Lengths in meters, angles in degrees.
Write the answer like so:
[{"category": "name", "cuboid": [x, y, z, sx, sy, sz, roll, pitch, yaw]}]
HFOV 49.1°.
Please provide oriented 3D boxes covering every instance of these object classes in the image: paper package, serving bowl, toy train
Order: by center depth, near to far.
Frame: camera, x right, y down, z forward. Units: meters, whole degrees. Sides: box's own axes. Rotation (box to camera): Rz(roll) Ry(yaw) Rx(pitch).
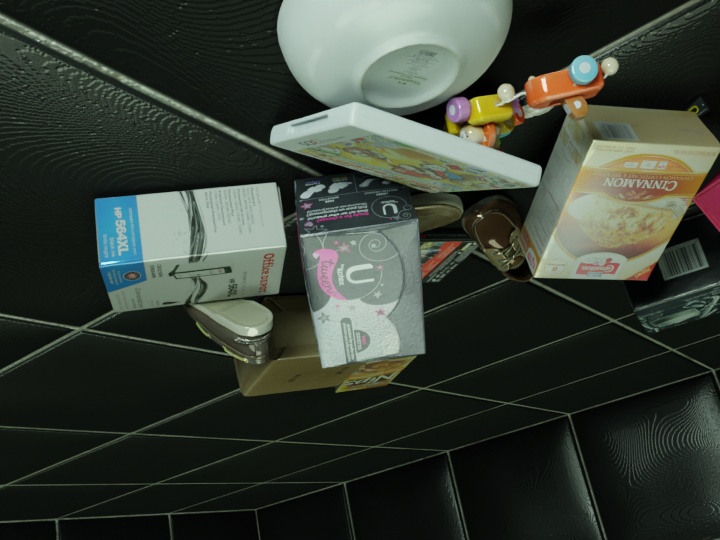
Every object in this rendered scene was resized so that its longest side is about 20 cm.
[{"category": "serving bowl", "cuboid": [0.034, -0.186, 0.653, 0.199, 0.066, 0.200, -11, 157, -5]}, {"category": "toy train", "cuboid": [0.154, -0.141, 0.745, 0.150, 0.056, 0.200, -13, 179, 0]}, {"category": "paper package", "cuboid": [-0.090, 0.121, 1.282, 0.190, 0.104, 0.200, -3, 156, -25]}]

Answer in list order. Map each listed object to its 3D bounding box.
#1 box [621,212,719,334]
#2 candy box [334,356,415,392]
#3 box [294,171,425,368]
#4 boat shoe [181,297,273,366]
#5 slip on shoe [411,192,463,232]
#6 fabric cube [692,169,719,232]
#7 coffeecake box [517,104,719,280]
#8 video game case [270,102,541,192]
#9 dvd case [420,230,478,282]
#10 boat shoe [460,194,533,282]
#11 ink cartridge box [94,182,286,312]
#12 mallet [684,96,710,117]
[{"category": "box", "cuboid": [0.539, 0.004, 1.298, 0.200, 0.124, 0.197, -21, 158, 20]}, {"category": "candy box", "cuboid": [0.022, 0.180, 1.542, 0.115, 0.055, 0.200, -4, 156, -18]}, {"category": "box", "cuboid": [0.000, 0.000, 0.908, 0.132, 0.115, 0.200, -8, 128, -3]}, {"category": "boat shoe", "cuboid": [-0.175, 0.056, 0.989, 0.072, 0.200, 0.060, -20, 121, -35]}, {"category": "slip on shoe", "cuboid": [0.034, -0.048, 0.991, 0.199, 0.061, 0.076, -9, 158, -7]}, {"category": "fabric cube", "cuboid": [0.536, -0.091, 0.868, 0.199, 0.200, 0.196, -35, 175, -40]}, {"category": "coffeecake box", "cuboid": [0.290, -0.084, 0.909, 0.153, 0.073, 0.200, 1, 134, -12]}, {"category": "video game case", "cuboid": [0.037, -0.109, 0.748, 0.200, 0.023, 0.182, 13, 177, -28]}, {"category": "dvd case", "cuboid": [0.059, -0.018, 1.129, 0.199, 0.022, 0.146, -2, 156, -25]}, {"category": "boat shoe", "cuboid": [0.197, -0.039, 1.060, 0.076, 0.072, 0.200, -36, 149, 15]}, {"category": "ink cartridge box", "cuboid": [-0.190, -0.024, 0.903, 0.199, 0.085, 0.146, -6, 158, -12]}, {"category": "mallet", "cuboid": [0.337, -0.127, 0.949, 0.041, 0.066, 0.200, -7, 160, -44]}]
